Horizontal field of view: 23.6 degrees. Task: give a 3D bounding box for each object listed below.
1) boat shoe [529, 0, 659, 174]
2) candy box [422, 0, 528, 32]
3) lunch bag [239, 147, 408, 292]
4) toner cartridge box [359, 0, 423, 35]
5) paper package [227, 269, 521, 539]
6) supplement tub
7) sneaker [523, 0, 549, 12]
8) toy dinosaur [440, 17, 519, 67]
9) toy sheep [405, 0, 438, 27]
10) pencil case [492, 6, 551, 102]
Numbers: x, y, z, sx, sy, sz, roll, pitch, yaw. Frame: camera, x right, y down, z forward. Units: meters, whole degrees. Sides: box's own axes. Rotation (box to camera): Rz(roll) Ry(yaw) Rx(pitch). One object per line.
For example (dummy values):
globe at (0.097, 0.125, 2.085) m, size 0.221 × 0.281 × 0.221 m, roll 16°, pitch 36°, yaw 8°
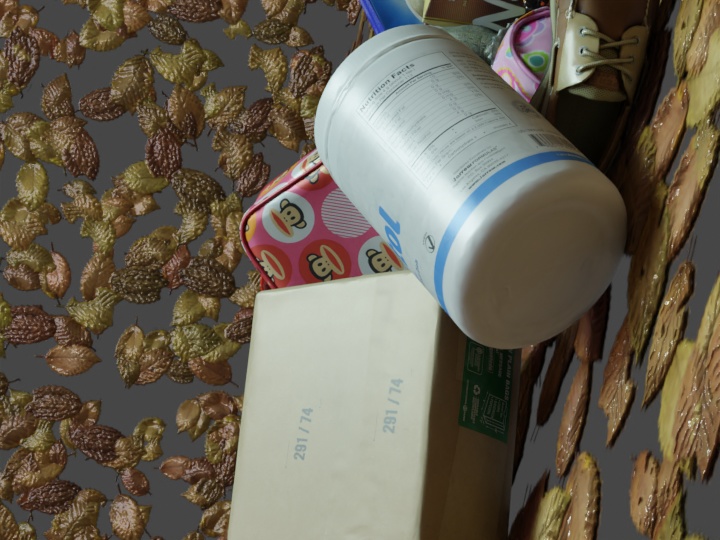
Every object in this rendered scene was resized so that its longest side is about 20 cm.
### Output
boat shoe at (0.159, -0.136, 1.134) m, size 0.074 × 0.075 × 0.202 m, roll -97°, pitch 14°, yaw -58°
candy box at (0.132, -0.274, 1.400) m, size 0.201 × 0.115 × 0.057 m, roll 113°, pitch 169°, yaw -47°
lunch bag at (0.000, 0.000, 1.391) m, size 0.175 × 0.201 × 0.082 m, roll -32°, pitch 10°, yaw 19°
toner cartridge box at (0.049, -0.230, 1.760) m, size 0.202 × 0.043 × 0.095 m, roll 63°, pitch 177°, yaw -7°
paper package at (0.012, 0.113, 1.211) m, size 0.189 × 0.103 × 0.203 m, roll -8°, pitch 69°, yaw 39°
supplement tub at (0.069, -0.056, 1.111) m, size 0.200 × 0.131 × 0.133 m, roll 50°, pitch 131°, yaw 44°
sneaker at (0.168, -0.249, 1.259) m, size 0.200 × 0.074 × 0.079 m, roll 134°, pitch 154°, yaw -72°
toy dinosaur at (0.093, -0.173, 1.444) m, size 0.077 × 0.198 × 0.103 m, roll -60°, pitch -35°, yaw -31°
toy sheep at (0.098, -0.306, 1.682) m, size 0.201 × 0.137 × 0.139 m, roll -55°, pitch -9°, yaw -43°
pencil case at (0.121, -0.104, 1.301) m, size 0.201 × 0.086 × 0.088 m, roll 113°, pitch 169°, yaw -51°
